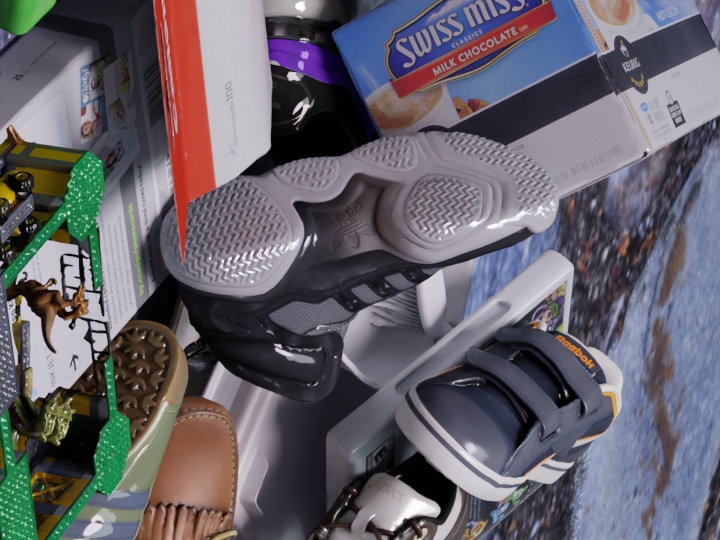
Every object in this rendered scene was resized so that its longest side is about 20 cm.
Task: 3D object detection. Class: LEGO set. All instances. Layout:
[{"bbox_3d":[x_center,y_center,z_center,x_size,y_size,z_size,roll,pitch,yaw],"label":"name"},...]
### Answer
[{"bbox_3d":[-0.179,0.037,1.214,0.154,0.115,0.201,-61,153,-45],"label":"LEGO set"}]

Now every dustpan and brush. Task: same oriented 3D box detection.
[{"bbox_3d":[0.037,0.025,1.602,0.200,0.057,0.140,72,38,-61],"label":"dustpan and brush"}]

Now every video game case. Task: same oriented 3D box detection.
[{"bbox_3d":[0.049,0.104,1.636,0.182,0.023,0.200,-38,150,-28],"label":"video game case"}]

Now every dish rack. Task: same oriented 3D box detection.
[{"bbox_3d":[-0.035,0.085,1.600,0.172,0.043,0.201,62,45,-55],"label":"dish rack"}]

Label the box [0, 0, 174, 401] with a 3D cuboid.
[{"bbox_3d":[-0.146,-0.025,1.349,0.200,0.041,0.156,-53,146,-47],"label":"box"}]

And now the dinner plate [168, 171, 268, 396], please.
[{"bbox_3d":[-0.067,0.042,1.586,0.200,0.024,0.201,11,90,-67],"label":"dinner plate"}]

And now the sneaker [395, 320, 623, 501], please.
[{"bbox_3d":[0.083,0.068,1.535,0.079,0.078,0.200,-49,166,13],"label":"sneaker"}]

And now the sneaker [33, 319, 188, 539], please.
[{"bbox_3d":[-0.142,0.125,1.405,0.201,0.067,0.090,-59,152,-27],"label":"sneaker"}]

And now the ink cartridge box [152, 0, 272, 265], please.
[{"bbox_3d":[-0.069,-0.118,1.359,0.200,0.057,0.163,-103,-172,-62],"label":"ink cartridge box"}]

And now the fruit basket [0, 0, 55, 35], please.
[{"bbox_3d":[-0.119,-0.222,1.166,0.216,0.155,0.216,-60,165,-27],"label":"fruit basket"}]

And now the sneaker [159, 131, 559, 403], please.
[{"bbox_3d":[0.000,0.000,1.450,0.114,0.199,0.076,89,-13,-45],"label":"sneaker"}]

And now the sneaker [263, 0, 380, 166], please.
[{"bbox_3d":[-0.011,-0.082,1.570,0.200,0.069,0.100,19,65,-58],"label":"sneaker"}]

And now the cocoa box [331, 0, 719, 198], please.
[{"bbox_3d":[0.098,-0.108,1.545,0.132,0.133,0.200,64,24,-1],"label":"cocoa box"}]

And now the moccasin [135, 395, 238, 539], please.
[{"bbox_3d":[-0.103,0.162,1.469,0.073,0.078,0.202,15,100,-27],"label":"moccasin"}]

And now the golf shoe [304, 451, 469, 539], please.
[{"bbox_3d":[-0.009,0.151,1.498,0.200,0.078,0.095,-38,149,-50],"label":"golf shoe"}]
